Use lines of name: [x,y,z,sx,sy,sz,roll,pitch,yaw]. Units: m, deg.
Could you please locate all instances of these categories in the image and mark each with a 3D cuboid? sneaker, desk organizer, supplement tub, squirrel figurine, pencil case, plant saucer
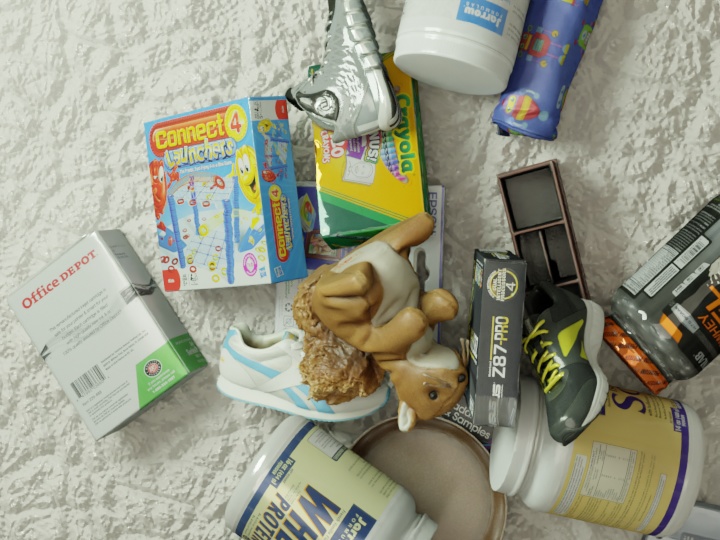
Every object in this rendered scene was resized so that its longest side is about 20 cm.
sneaker: [-0.036,-0.230,1.342,0.114,0.075,0.203,-21,73,9]
desk organizer: [0.204,-0.016,1.363,0.071,0.077,0.203,-14,91,11]
supplement tub: [0.118,-0.302,1.317,0.130,0.132,0.203,12,84,10]
supplement tub: [0.247,0.192,1.317,0.197,0.145,0.148,13,96,-4]
squirrel figurine: [0.023,0.073,1.307,0.198,0.142,0.188,-23,104,40]
sneaker: [0.192,0.090,1.236,0.084,0.201,0.075,31,124,-13]
pencil case: [0.206,-0.236,1.348,0.077,0.086,0.203,22,97,33]
supplement tub: [-0.030,0.266,1.329,0.199,0.145,0.146,33,99,8]
sneaker: [-0.062,0.113,1.391,0.196,0.077,0.082,10,108,4]
plant saucer: [0.067,0.259,1.397,0.196,0.032,0.204,1,94,11]
supplement tub: [0.350,0.028,1.306,0.200,0.123,0.123,-44,85,5]

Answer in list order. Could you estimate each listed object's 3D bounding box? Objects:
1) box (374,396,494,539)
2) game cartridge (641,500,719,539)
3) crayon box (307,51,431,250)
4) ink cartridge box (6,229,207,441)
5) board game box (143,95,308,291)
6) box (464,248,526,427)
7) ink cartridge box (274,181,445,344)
box: [0.101,0.210,1.421,0.141,0.036,0.202,28,97,8]
game cartridge: [0.365,0.356,1.378,0.131,0.041,0.204,12,96,14]
crayon box: [0.011,-0.133,1.374,0.117,0.058,0.204,-8,74,10]
ink cartridge box: [-0.297,0.072,1.465,0.145,0.084,0.202,-34,87,11]
board game box: [-0.154,-0.082,1.391,0.198,0.055,0.200,-5,93,46]
box: [0.138,0.063,1.286,0.048,0.200,0.164,2,95,2]
ink cartridge box: [0.000,0.000,1.423,0.196,0.047,0.201,2,93,10]
